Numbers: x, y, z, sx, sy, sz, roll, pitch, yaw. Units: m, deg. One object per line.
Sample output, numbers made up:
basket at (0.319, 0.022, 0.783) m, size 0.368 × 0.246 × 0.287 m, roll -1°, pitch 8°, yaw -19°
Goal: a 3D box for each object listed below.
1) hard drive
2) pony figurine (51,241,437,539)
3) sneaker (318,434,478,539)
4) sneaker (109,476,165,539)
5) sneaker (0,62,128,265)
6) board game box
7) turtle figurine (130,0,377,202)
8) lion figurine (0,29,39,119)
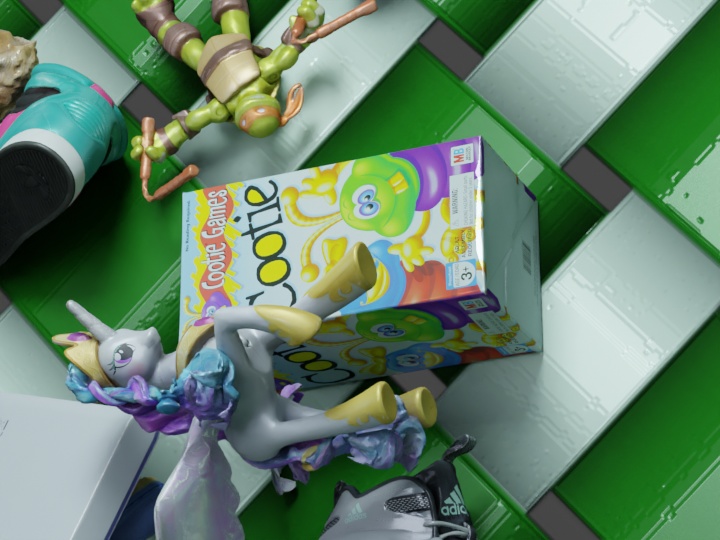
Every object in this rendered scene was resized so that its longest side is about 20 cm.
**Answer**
hard drive at (-0.213, 0.142, 1.630) m, size 0.199 × 0.025 × 0.133 m, roll 3°, pitch 62°, yaw 53°
pony figurine at (-0.063, 0.084, 1.511) m, size 0.199 × 0.194 × 0.167 m, roll -12°, pitch 29°, yaw 24°
sneaker at (0.057, 0.165, 1.516) m, size 0.199 × 0.078 × 0.141 m, roll 10°, pitch 75°, yaw 28°
sneaker at (-0.161, 0.226, 1.610) m, size 0.088 × 0.075 × 0.201 m, roll 32°, pitch 87°, yaw 14°
sneaker at (-0.225, -0.076, 1.750) m, size 0.199 × 0.084 × 0.121 m, roll -24°, pitch 22°, yaw 46°
board game box at (0.000, 0.000, 1.596) m, size 0.199 × 0.103 × 0.106 m, roll -10°, pitch 65°, yaw 21°
turtle figurine at (-0.079, -0.142, 1.716) m, size 0.200 × 0.064 × 0.162 m, roll -41°, pitch 50°, yaw 15°
lion figurine at (-0.308, -0.092, 1.778) m, size 0.122 × 0.073 × 0.201 m, roll 7°, pitch 51°, yaw 34°
